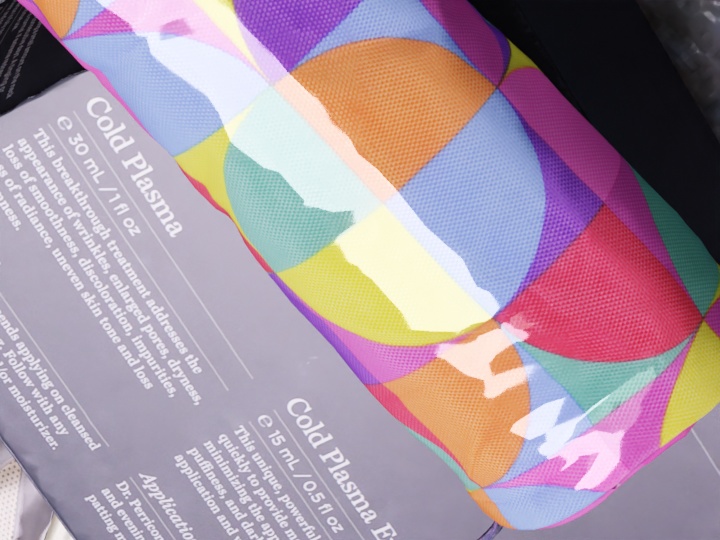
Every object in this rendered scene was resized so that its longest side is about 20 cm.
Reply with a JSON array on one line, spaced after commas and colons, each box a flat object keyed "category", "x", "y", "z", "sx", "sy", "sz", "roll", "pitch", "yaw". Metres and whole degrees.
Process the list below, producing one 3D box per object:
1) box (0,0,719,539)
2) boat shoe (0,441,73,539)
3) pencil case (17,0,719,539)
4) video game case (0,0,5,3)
[{"category": "box", "x": 0.000, "y": 0.000, "z": 0.759, "sx": 0.182, "sy": 0.104, "sz": 0.200, "roll": -25, "pitch": 112, "yaw": 21}, {"category": "boat shoe", "x": -0.122, "y": 0.109, "z": 0.857, "sx": 0.073, "sy": 0.074, "sz": 0.200, "roll": 18, "pitch": 95, "yaw": -5}, {"category": "pencil case", "x": 0.001, "y": -0.030, "z": 0.638, "sx": 0.088, "sy": 0.088, "sz": 0.200, "roll": -32, "pitch": 108, "yaw": 31}, {"category": "video game case", "x": -0.083, "y": 0.000, "z": 0.871, "sx": 0.200, "sy": 0.022, "sz": 0.182, "roll": 30, "pitch": 122, "yaw": 5}]
